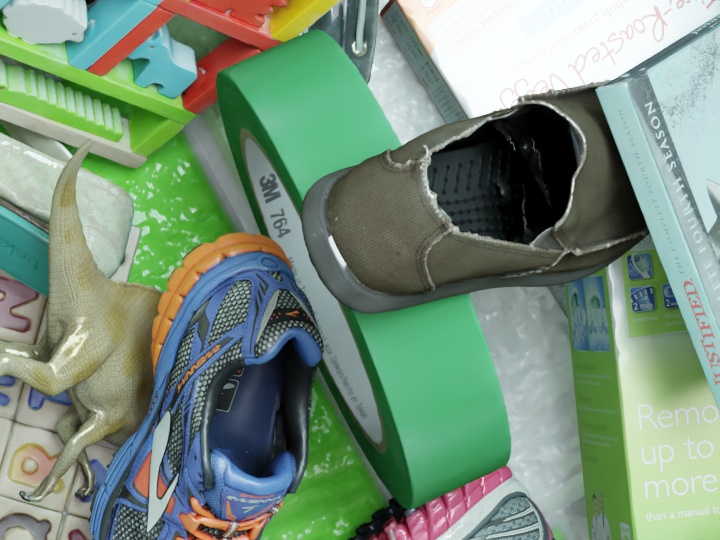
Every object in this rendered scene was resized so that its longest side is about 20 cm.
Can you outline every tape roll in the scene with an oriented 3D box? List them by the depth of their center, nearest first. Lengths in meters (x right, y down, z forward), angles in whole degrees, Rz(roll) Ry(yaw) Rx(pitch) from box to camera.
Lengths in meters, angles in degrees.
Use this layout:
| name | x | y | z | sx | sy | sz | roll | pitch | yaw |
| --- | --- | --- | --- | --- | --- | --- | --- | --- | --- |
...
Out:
| name | x | y | z | sx | sy | sz | roll | pitch | yaw |
| --- | --- | --- | --- | --- | --- | --- | --- | --- | --- |
| tape roll | 0.000 | 0.000 | 1.106 | 0.048 | 0.200 | 0.202 | -23 | 90 | -9 |

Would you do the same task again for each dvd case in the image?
| name | x | y | z | sx | sy | sz | roll | pitch | yaw |
| --- | --- | --- | --- | --- | --- | --- | --- | --- | --- |
| dvd case | 0.187 | -0.046 | 1.048 | 0.199 | 0.022 | 0.147 | -31 | 105 | -35 |

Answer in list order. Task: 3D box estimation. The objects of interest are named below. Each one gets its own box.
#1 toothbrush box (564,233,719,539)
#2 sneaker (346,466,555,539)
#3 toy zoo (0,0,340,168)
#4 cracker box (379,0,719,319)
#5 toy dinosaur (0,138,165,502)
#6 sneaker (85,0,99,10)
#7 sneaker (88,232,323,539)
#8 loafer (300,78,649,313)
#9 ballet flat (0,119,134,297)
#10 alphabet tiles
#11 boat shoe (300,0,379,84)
| name | x | y | z | sx | sy | sz | roll | pitch | yaw |
| --- | --- | --- | --- | --- | --- | --- | --- | --- | --- |
| toothbrush box | 0.167 | 0.023 | 1.127 | 0.144 | 0.086 | 0.202 | -5 | 88 | -9 |
| sneaker | 0.001 | 0.163 | 1.159 | 0.200 | 0.081 | 0.075 | -37 | 94 | -8 |
| toy zoo | -0.085 | -0.118 | 1.096 | 0.131 | 0.200 | 0.021 | 20 | 48 | -39 |
| cracker box | 0.118 | -0.072 | 1.196 | 0.133 | 0.058 | 0.201 | -33 | 92 | -7 |
| toy dinosaur | -0.124 | 0.034 | 1.140 | 0.101 | 0.058 | 0.201 | -29 | 123 | -12 |
| sneaker | -0.200 | -0.162 | 1.138 | 0.198 | 0.108 | 0.071 | 14 | 85 | -5 |
| sneaker | -0.063 | 0.088 | 1.115 | 0.075 | 0.078 | 0.202 | 1 | 112 | -28 |
| loafer | 0.070 | -0.031 | 1.000 | 0.199 | 0.071 | 0.073 | -22 | 87 | -42 |
| ballet flat | -0.190 | -0.057 | 1.161 | 0.199 | 0.067 | 0.063 | 33 | 53 | -6 |
| alphabet tiles | -0.172 | 0.064 | 1.181 | 0.166 | 0.008 | 0.202 | 16 | 86 | -5 |
| boat shoe | -0.015 | -0.177 | 1.188 | 0.070 | 0.072 | 0.202 | 7 | 90 | -22 |
